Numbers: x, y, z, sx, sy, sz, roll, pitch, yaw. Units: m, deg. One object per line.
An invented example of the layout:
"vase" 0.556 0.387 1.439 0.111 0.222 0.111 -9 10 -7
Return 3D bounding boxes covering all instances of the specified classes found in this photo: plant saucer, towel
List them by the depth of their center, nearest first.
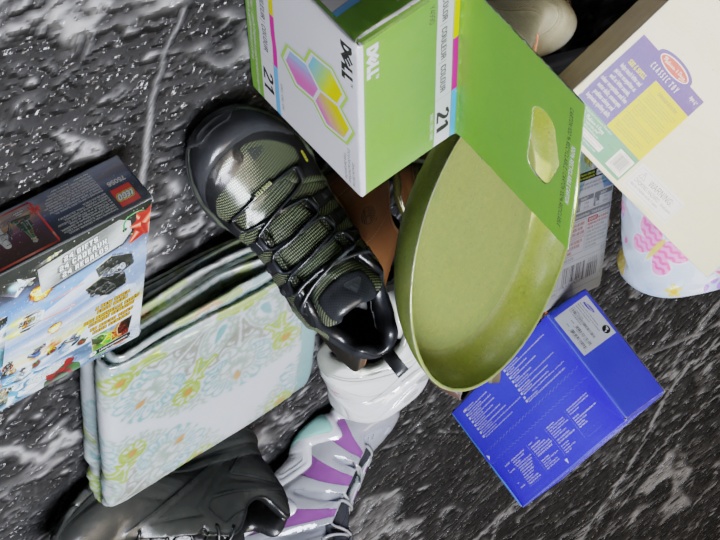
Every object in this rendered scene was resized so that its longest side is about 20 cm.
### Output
"plant saucer" 0.075 -0.024 1.293 0.200 0.031 0.201 -35 134 -46
"towel" -0.107 0.059 1.362 0.171 0.048 0.200 -29 152 -22

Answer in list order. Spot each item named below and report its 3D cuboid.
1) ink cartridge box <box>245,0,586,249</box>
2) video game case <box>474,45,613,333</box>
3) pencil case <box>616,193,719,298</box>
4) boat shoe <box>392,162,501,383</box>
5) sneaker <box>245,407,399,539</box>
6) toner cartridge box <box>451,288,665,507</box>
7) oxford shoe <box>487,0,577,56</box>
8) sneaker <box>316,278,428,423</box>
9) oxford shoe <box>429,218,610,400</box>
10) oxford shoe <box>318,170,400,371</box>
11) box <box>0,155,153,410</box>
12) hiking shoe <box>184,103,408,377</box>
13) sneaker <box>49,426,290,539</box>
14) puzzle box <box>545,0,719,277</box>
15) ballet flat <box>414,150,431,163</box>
"ink cartridge box" 0.026 -0.097 1.113 0.076 0.200 0.148 -34 154 -18
"video game case" 0.126 -0.058 1.421 0.200 0.022 0.183 -20 120 -56
"pencil case" 0.223 -0.079 1.467 0.083 0.091 0.201 -39 135 -41
"boat shoe" 0.062 -0.004 1.448 0.068 0.072 0.201 -7 125 4
"sneaker" -0.018 0.198 1.606 0.200 0.140 0.078 -41 156 -3
"toner cartridge box" 0.142 0.098 1.533 0.043 0.095 0.200 -30 169 -28
"oxford shoe" 0.082 -0.140 1.281 0.200 0.074 0.071 -13 140 -50
"sneaker" 0.051 0.030 1.520 0.200 0.078 0.099 -42 153 -4
"oxford shoe" 0.129 0.023 1.625 0.200 0.073 0.071 -41 157 -4
"oxford shoe" 0.000 0.000 1.399 0.071 0.071 0.200 -36 154 -22
"box" -0.211 0.030 1.158 0.200 0.040 0.137 -29 154 -28
"hiking shoe" -0.028 -0.019 1.232 0.076 0.101 0.200 -44 132 -7
"sneaker" -0.131 0.176 1.463 0.200 0.091 0.076 -21 150 -38
"puzzle box" 0.224 -0.098 1.384 0.133 0.025 0.200 -42 125 9
"ballet flat" 0.029 -0.091 1.298 0.068 0.062 0.200 -51 155 19
